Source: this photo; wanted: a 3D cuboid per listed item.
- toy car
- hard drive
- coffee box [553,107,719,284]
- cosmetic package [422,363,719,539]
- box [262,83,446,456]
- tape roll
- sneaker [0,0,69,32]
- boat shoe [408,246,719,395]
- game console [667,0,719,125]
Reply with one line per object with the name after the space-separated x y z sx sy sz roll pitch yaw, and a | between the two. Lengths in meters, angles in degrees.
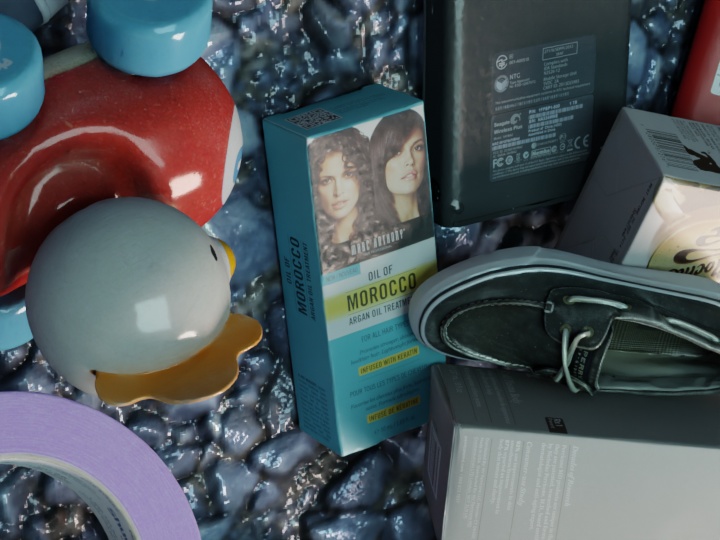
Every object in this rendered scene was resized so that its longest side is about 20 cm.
-0.106 -0.010 0.947 0.177 0.200 0.185 -24 146 -26 | toy car
0.101 -0.135 1.182 0.139 0.033 0.200 -14 116 -30 | hard drive
0.237 -0.019 1.224 0.200 0.080 0.113 9 124 -22 | coffee box
0.141 0.115 1.147 0.200 0.107 0.090 2 106 -7 | cosmetic package
0.000 0.000 1.155 0.082 0.049 0.200 -20 117 -28 | box
-0.183 0.164 1.023 0.200 0.066 0.201 3 81 -19 | tape roll
-0.228 -0.161 0.927 0.109 0.070 0.200 -49 129 -13 | sneaker
0.129 0.034 1.140 0.200 0.071 0.072 1 125 -8 | boat shoe
0.289 -0.129 1.330 0.172 0.119 0.200 15 98 -6 | game console
